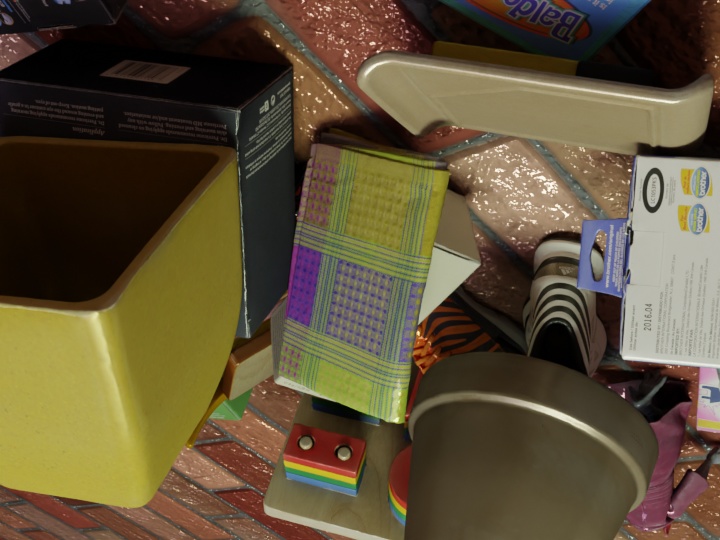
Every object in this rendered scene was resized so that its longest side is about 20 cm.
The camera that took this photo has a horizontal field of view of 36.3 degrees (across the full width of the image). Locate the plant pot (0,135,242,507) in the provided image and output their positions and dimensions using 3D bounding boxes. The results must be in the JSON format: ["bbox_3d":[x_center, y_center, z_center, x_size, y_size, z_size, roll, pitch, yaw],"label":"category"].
[{"bbox_3d":[-0.190,0.045,0.735,0.194,0.196,0.200,5,124,18],"label":"plant pot"}]

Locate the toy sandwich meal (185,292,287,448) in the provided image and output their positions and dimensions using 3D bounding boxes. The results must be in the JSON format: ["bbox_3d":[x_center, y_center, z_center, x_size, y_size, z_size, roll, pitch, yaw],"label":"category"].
[{"bbox_3d":[-0.122,0.087,1.029,0.070,0.205,0.205,44,151,13],"label":"toy sandwich meal"}]

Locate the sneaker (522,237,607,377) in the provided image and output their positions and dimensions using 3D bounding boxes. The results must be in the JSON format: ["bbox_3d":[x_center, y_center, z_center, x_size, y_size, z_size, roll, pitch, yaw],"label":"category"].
[{"bbox_3d":[0.162,0.073,0.924,0.076,0.115,0.201,8,147,17],"label":"sneaker"}]

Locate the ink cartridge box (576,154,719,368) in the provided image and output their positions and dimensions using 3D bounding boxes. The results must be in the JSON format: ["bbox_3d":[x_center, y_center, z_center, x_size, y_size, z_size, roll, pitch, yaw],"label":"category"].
[{"bbox_3d":[0.244,-0.005,0.720,0.200,0.137,0.076,5,-179,14],"label":"ink cartridge box"}]

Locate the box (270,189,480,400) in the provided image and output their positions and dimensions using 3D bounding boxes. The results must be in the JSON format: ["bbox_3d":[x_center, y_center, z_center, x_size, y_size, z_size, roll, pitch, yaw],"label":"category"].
[{"bbox_3d":[0.006,0.017,0.890,0.068,0.082,0.200,22,131,-29],"label":"box"}]

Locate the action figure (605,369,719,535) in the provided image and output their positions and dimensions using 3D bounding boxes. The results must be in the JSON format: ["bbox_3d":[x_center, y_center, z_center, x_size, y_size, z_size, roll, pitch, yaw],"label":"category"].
[{"bbox_3d":[0.274,0.194,1.034,0.134,0.149,0.200,-5,127,24],"label":"action figure"}]

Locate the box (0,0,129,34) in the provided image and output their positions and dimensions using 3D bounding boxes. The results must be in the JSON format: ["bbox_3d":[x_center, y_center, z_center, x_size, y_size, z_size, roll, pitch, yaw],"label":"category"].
[{"bbox_3d":[-0.281,-0.246,0.736,0.198,0.050,0.200,0,143,27],"label":"box"}]

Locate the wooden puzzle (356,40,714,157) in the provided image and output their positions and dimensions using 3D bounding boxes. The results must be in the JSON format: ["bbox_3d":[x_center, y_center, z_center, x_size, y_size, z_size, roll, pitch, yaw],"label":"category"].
[{"bbox_3d":[0.116,-0.107,0.689,0.200,0.037,0.185,6,178,16],"label":"wooden puzzle"}]

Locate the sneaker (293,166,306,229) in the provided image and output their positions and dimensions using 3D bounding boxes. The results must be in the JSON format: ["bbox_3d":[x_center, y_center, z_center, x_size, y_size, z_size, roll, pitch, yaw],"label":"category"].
[{"bbox_3d":[-0.079,-0.019,0.955,0.078,0.075,0.200,35,147,-29],"label":"sneaker"}]

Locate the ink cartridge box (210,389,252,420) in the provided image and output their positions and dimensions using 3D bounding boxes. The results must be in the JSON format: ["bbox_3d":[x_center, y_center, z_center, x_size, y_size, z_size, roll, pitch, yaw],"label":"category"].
[{"bbox_3d":[-0.218,0.072,1.154,0.146,0.084,0.200,0,143,28],"label":"ink cartridge box"}]

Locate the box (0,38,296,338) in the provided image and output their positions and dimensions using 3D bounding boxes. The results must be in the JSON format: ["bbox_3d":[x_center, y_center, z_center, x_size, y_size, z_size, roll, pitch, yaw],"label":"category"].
[{"bbox_3d":[-0.158,-0.065,0.833,0.200,0.104,0.182,10,119,15],"label":"box"}]

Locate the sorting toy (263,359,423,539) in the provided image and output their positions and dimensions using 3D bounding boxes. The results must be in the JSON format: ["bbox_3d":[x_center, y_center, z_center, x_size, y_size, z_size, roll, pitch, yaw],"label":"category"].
[{"bbox_3d":[0.031,0.151,1.035,0.199,0.200,0.070,13,144,10],"label":"sorting toy"}]

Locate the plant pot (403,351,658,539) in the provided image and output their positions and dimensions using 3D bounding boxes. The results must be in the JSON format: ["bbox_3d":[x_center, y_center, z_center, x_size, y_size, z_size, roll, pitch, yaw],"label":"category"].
[{"bbox_3d":[0.115,0.189,0.850,0.200,0.174,0.200,16,147,11],"label":"plant pot"}]

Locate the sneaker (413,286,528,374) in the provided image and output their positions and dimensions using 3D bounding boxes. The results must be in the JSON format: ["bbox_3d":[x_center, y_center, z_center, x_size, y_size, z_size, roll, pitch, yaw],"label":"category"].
[{"bbox_3d":[0.061,0.069,0.973,0.200,0.112,0.078,28,147,-13],"label":"sneaker"}]

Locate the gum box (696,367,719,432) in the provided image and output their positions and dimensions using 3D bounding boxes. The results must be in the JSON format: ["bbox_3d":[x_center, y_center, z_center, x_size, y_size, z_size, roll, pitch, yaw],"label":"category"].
[{"bbox_3d":[0.377,0.089,0.879,0.200,0.066,0.114,7,145,20],"label":"gum box"}]

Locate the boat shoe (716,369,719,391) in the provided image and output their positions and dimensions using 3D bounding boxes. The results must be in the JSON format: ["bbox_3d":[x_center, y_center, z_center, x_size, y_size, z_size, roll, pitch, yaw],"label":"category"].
[{"bbox_3d":[0.277,0.036,0.787,0.074,0.068,0.200,0,116,25],"label":"boat shoe"}]

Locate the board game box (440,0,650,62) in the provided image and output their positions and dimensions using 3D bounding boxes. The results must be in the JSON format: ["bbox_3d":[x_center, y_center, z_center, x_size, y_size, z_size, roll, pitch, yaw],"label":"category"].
[{"bbox_3d":[0.111,-0.207,0.590,0.152,0.045,0.200,27,147,-13],"label":"board game box"}]

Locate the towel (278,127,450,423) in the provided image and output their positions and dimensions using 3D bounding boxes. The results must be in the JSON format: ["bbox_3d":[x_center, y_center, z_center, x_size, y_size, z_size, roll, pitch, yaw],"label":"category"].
[{"bbox_3d":[0.000,0.000,0.817,0.023,0.200,0.144,1,-169,-44],"label":"towel"}]
